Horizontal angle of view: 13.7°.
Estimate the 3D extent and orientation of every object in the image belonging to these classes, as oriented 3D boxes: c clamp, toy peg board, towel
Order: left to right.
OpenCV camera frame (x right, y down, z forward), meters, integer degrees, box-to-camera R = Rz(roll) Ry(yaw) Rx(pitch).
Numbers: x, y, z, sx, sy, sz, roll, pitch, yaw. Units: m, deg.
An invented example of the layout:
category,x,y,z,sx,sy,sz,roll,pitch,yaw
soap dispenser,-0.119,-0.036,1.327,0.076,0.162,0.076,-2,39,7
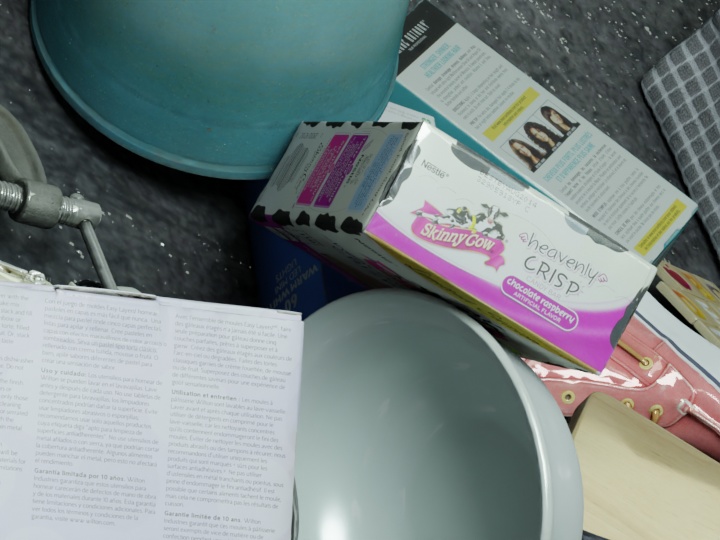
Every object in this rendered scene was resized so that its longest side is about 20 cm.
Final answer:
category,x,y,z,sx,sy,sz,roll,pitch,yaw
c clamp,-0.210,-0.059,1.409,0.199,0.027,0.171,17,29,-30
toy peg board,0.148,0.206,1.522,0.199,0.098,0.200,31,57,-5
towel,0.265,-0.090,1.822,0.085,0.166,0.201,-2,56,-32

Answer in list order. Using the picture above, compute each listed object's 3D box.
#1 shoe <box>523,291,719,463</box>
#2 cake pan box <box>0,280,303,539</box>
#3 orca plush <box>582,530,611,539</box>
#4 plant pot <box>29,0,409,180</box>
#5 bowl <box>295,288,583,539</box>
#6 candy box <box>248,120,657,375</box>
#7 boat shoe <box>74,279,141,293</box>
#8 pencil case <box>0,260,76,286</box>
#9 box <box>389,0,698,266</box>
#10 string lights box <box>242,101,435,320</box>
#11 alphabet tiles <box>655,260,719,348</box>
category,x,y,z,sx,sy,sz,roll,pitch,yaw
shoe,0.140,0.068,1.586,0.091,0.072,0.200,-40,73,-19
cake pan box,-0.118,0.101,1.296,0.199,0.052,0.185,6,81,-22
orca plush,0.191,0.189,1.441,0.199,0.105,0.071,17,90,-18
plant pot,-0.056,-0.182,1.517,0.199,0.188,0.201,8,52,-11
bowl,0.036,0.112,1.415,0.090,0.201,0.202,5,55,-48
candy box,0.039,-0.013,1.433,0.136,0.200,0.061,31,83,-16
boat shoe,-0.110,0.092,1.390,0.060,0.076,0.201,6,43,-42
pencil case,-0.227,0.001,1.334,0.199,0.090,0.078,31,-2,-22
box,0.086,-0.063,1.682,0.200,0.049,0.082,38,39,7
string lights box,0.000,0.000,1.577,0.102,0.059,0.201,17,49,-34
alphabet tiles,0.247,0.065,1.730,0.200,0.006,0.166,48,14,29
